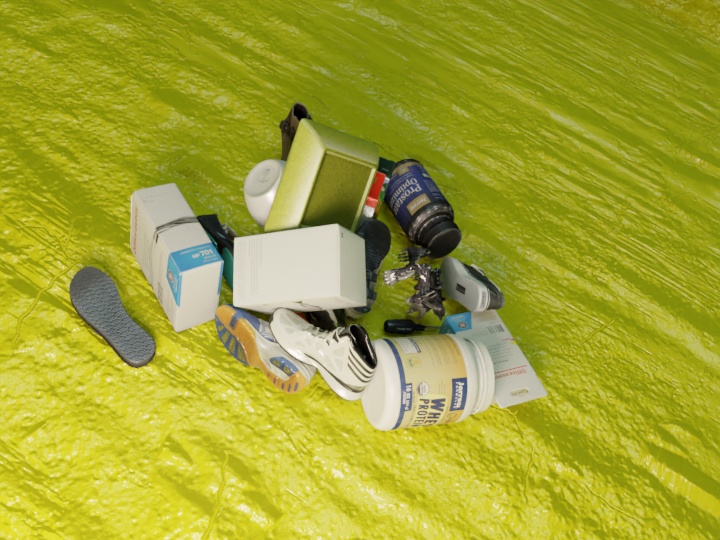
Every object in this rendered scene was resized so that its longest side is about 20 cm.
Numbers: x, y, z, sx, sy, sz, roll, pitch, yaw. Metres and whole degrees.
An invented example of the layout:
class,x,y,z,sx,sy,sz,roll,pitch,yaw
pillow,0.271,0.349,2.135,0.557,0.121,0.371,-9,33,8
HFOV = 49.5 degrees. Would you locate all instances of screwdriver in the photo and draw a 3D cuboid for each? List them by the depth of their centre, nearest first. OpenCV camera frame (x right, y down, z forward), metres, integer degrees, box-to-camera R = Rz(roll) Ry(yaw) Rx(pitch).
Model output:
class,x,y,z,sx,sy,sz,roll,pitch,yaw
screwdriver,0.133,0.110,1.461,0.195,0.028,0.030,8,74,-22

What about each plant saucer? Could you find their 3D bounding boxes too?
class,x,y,z,sx,sy,sz,roll,pitch,yaw
plant saucer,-0.051,-0.134,1.338,0.047,0.204,0.197,29,13,40

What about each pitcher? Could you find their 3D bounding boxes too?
class,x,y,z,sx,sy,sz,roll,pitch,yaw
pitcher,-0.143,-0.108,1.422,0.168,0.200,0.124,-2,60,32

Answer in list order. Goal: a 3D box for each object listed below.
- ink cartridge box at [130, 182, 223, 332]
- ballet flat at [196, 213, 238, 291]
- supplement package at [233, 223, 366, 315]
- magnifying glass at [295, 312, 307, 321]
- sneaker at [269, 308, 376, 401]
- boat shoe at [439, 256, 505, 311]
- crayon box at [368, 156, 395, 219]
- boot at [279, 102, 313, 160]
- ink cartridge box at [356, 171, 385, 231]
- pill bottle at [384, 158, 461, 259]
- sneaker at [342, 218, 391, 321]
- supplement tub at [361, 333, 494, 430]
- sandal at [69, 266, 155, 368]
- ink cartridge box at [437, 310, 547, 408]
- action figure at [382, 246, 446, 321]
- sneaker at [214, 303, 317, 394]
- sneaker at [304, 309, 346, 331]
class,x,y,z,sx,sy,sz,roll,pitch,yaw
ink cartridge box,-0.317,-0.025,1.332,0.084,0.148,0.201,-16,55,-30
ballet flat,-0.238,-0.035,1.429,0.072,0.074,0.200,-21,55,-34
supplement package,-0.100,0.002,1.302,0.195,0.116,0.121,-7,76,23
magnifying glass,-0.123,0.045,1.398,0.022,0.080,0.203,-6,60,-30
sneaker,-0.051,0.104,1.254,0.199,0.116,0.076,39,35,9
boat shoe,0.213,0.025,1.493,0.066,0.076,0.199,5,12,-20
crayon box,-0.016,-0.147,1.525,0.123,0.202,0.052,20,52,1
boot,-0.123,-0.238,1.606,0.069,0.148,0.202,-6,50,-26
ink cartridge box,-0.049,-0.124,1.484,0.159,0.202,0.051,20,52,0
pill bottle,0.126,-0.125,1.613,0.110,0.113,0.202,-10,51,-28
sneaker,0.000,0.000,1.447,0.073,0.089,0.204,23,62,-10
supplement tub,0.108,0.181,1.292,0.195,0.146,0.146,-3,48,-21
sandal,-0.412,0.082,1.281,0.075,0.043,0.201,-30,73,-31
ink cartridge box,0.233,0.171,1.401,0.113,0.069,0.202,-8,50,-27
action figure,0.105,0.030,1.445,0.100,0.121,0.201,-26,17,11
sneaker,-0.157,0.122,1.316,0.199,0.076,0.088,40,37,9
sneaker,-0.069,0.036,1.415,0.085,0.081,0.202,-12,54,-31
